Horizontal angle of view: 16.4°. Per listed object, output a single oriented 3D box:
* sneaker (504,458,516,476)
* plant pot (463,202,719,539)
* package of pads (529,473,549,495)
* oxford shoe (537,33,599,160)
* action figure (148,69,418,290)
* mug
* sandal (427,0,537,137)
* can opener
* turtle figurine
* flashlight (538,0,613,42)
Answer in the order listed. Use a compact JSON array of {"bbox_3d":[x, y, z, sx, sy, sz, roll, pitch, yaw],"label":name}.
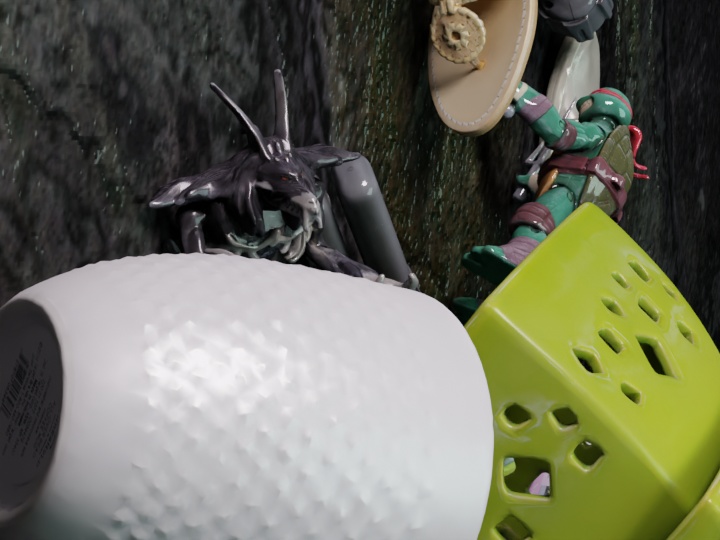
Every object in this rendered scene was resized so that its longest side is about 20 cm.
[{"bbox_3d":[0.095,0.099,1.570,0.200,0.078,0.091,-47,146,-56],"label":"sneaker"},{"bbox_3d":[0.112,0.111,1.351,0.199,0.181,0.200,-54,174,27],"label":"plant pot"},{"bbox_3d":[0.145,0.216,1.746,0.121,0.075,0.201,76,28,-50],"label":"package of pads"},{"bbox_3d":[0.151,-0.066,1.702,0.075,0.057,0.201,14,81,-68],"label":"oxford shoe"},{"bbox_3d":[-0.033,0.016,1.137,0.118,0.102,0.201,-20,122,-38],"label":"action figure"},{"bbox_3d":[-0.072,0.086,0.989,0.175,0.148,0.200,11,123,-34],"label":"mug"},{"bbox_3d":[0.060,-0.187,1.410,0.069,0.077,0.213,25,75,-44],"label":"sandal"},{"bbox_3d":[0.000,0.000,1.334,0.200,0.053,0.067,70,1,-51],"label":"can opener"},{"bbox_3d":[0.119,-0.059,1.565,0.150,0.100,0.201,71,37,-50],"label":"turtle figurine"},{"bbox_3d":[0.117,-0.196,1.552,0.068,0.068,0.200,-54,157,-4],"label":"flashlight"}]
